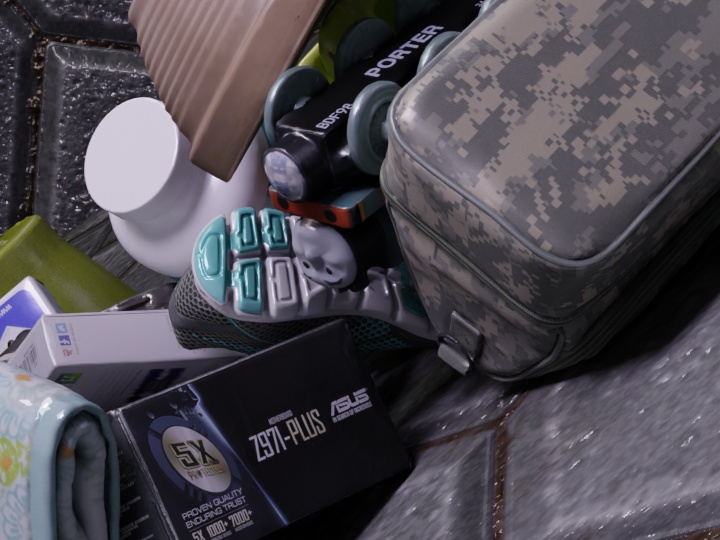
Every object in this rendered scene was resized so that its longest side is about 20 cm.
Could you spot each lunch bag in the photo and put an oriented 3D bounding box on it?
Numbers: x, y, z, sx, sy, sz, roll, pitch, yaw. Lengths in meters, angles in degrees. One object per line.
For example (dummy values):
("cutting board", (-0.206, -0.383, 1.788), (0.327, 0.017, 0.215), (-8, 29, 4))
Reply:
("lunch bag", (0.111, -0.053, 1.224), (0.200, 0.139, 0.168), (-45, -17, -22))

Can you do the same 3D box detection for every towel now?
("towel", (-0.185, 0.139, 1.215), (0.170, 0.202, 0.048), (16, 19, 43))

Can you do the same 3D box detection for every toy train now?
("toy train", (0.031, -0.073, 1.280), (0.085, 0.115, 0.200), (13, 40, 41))

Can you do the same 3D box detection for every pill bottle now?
("pill bottle", (-0.076, -0.039, 1.500), (0.111, 0.111, 0.200), (-36, -32, 21))

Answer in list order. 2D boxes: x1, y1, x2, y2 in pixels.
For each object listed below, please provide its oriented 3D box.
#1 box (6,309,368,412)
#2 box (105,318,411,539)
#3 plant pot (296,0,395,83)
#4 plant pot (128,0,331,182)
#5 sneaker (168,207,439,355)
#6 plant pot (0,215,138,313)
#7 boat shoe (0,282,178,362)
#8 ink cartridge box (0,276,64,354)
("box", (-0.111, 0.068, 1.411), (0.199, 0.037, 0.144), (0, -29, -32))
("box", (-0.102, 0.115, 1.282), (0.163, 0.087, 0.200), (-21, -6, -44))
("plant pot", (0.088, -0.124, 1.476), (0.199, 0.200, 0.181), (-45, 5, -19))
("plant pot", (-0.060, -0.156, 1.337), (0.202, 0.092, 0.201), (-59, 3, 6))
("sneaker", (-0.016, 0.014, 1.345), (0.091, 0.199, 0.078), (-41, 50, 49))
("plant pot", (-0.203, 0.076, 1.651), (0.200, 0.193, 0.200), (-38, 10, 8))
("boat shoe", (-0.183, 0.066, 1.477), (0.199, 0.066, 0.072), (-21, -28, 5))
("ink cartridge box", (-0.219, 0.142, 1.526), (0.197, 0.201, 0.047), (-38, -18, 5))
